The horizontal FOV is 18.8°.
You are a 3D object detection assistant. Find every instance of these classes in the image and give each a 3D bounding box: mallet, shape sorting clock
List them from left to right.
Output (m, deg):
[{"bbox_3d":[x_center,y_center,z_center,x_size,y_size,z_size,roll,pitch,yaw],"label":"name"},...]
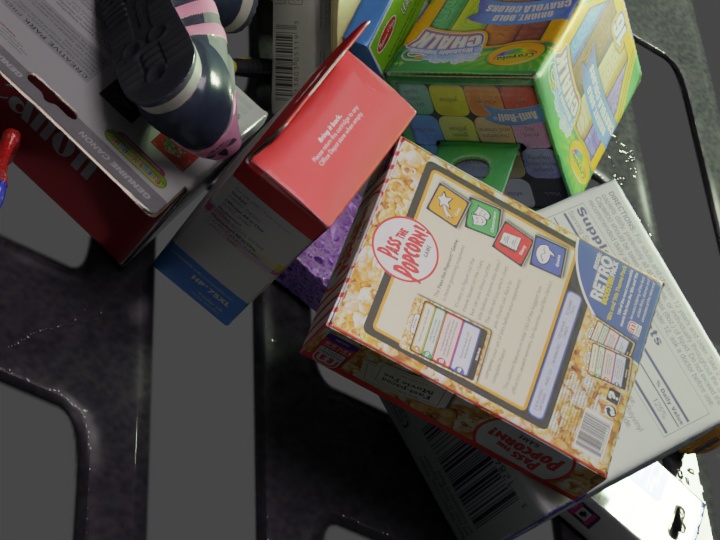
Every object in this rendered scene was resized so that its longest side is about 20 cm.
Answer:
[{"bbox_3d":[-0.091,-0.143,1.549,0.066,0.041,0.200,16,12,35],"label":"mallet"},{"bbox_3d":[0.034,-0.170,1.589,0.200,0.039,0.201,-12,104,-59],"label":"shape sorting clock"}]

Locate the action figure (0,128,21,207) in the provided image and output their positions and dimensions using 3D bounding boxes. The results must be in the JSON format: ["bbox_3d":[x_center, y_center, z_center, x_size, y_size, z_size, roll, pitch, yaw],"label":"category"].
[{"bbox_3d":[-0.239,-0.004,1.250,0.065,0.052,0.201,24,43,-19],"label":"action figure"}]

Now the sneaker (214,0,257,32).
[{"bbox_3d":[-0.155,-0.246,1.538,0.082,0.070,0.200,-5,44,-50],"label":"sneaker"}]

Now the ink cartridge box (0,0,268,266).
[{"bbox_3d":[-0.185,-0.111,1.389,0.200,0.084,0.176,43,33,-1],"label":"ink cartridge box"}]

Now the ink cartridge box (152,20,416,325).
[{"bbox_3d":[-0.041,-0.059,1.360,0.067,0.200,0.116,40,55,-6],"label":"ink cartridge box"}]

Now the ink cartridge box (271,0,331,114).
[{"bbox_3d":[0.015,-0.200,1.628,0.200,0.050,0.162,-9,102,-50],"label":"ink cartridge box"}]

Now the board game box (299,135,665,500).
[{"bbox_3d":[0.079,0.029,1.352,0.199,0.046,0.152,29,57,-10],"label":"board game box"}]

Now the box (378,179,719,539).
[{"bbox_3d":[0.123,0.064,1.451,0.199,0.105,0.185,-22,77,-35],"label":"box"}]

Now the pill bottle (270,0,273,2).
[{"bbox_3d":[-0.078,-0.280,1.660,0.199,0.112,0.113,32,35,-20],"label":"pill bottle"}]

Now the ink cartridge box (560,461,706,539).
[{"bbox_3d":[0.155,0.134,1.537,0.200,0.037,0.095,39,33,-4],"label":"ink cartridge box"}]

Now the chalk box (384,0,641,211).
[{"bbox_3d":[0.104,-0.125,1.552,0.200,0.124,0.124,-59,142,-40],"label":"chalk box"}]

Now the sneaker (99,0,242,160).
[{"bbox_3d":[-0.117,-0.146,1.381,0.082,0.070,0.201,49,22,-39],"label":"sneaker"}]

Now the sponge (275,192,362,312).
[{"bbox_3d":[0.000,0.000,1.518,0.200,0.030,0.112,39,34,-9],"label":"sponge"}]

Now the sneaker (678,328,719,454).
[{"bbox_3d":[0.219,0.043,1.658,0.201,0.075,0.088,63,18,-12],"label":"sneaker"}]

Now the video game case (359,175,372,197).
[{"bbox_3d":[0.094,-0.039,1.656,0.181,0.036,0.200,40,34,-7],"label":"video game case"}]
